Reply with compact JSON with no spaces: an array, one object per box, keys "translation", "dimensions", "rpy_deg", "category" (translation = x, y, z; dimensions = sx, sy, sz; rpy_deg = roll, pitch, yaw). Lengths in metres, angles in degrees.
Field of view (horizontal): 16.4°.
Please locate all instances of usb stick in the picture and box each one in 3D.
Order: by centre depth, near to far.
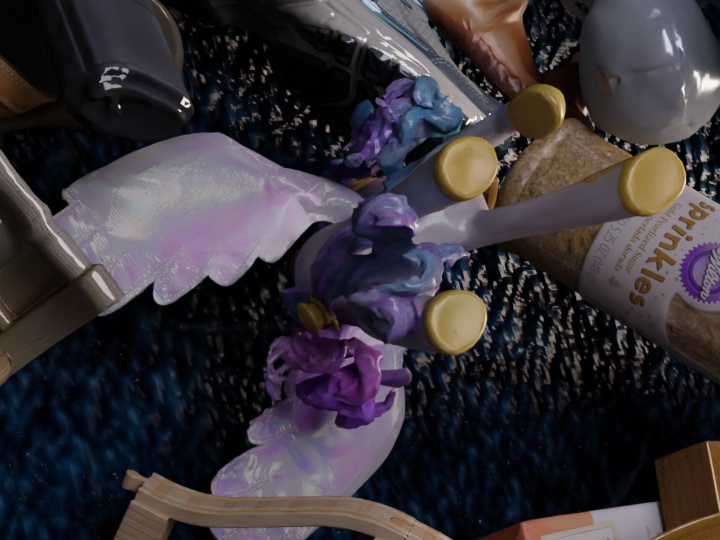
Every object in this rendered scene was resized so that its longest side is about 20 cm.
[{"translation":[-0.111,-0.125,0.957],"dimensions":[0.055,0.033,0.200],"rpy_deg":[17,37,-39],"category":"usb stick"}]

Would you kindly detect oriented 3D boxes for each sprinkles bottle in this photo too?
[{"translation":[0.151,0.010,1.056],"dimensions":[0.200,0.068,0.068],"rpy_deg":[33,43,24],"category":"sprinkles bottle"}]

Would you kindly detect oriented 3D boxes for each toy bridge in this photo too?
[{"translation":[0.002,0.120,0.907],"dimensions":[0.200,0.067,0.027],"rpy_deg":[27,17,4],"category":"toy bridge"}]

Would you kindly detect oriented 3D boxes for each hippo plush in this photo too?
[{"translation":[0.159,-0.136,1.063],"dimensions":[0.159,0.161,0.200],"rpy_deg":[31,50,-81],"category":"hippo plush"}]

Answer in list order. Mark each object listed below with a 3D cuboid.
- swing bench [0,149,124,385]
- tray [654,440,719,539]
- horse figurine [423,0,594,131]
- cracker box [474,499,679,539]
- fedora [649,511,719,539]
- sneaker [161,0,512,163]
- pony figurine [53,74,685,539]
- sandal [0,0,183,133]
[{"translation":[-0.221,-0.003,0.804],"dimensions":[0.199,0.130,0.200],"rpy_deg":[52,43,-5],"category":"swing bench"},{"translation":[0.184,0.170,1.019],"dimensions":[0.099,0.037,0.200],"rpy_deg":[4,71,-36],"category":"tray"},{"translation":[0.031,-0.155,1.115],"dimensions":[0.200,0.050,0.133],"rpy_deg":[35,50,-27],"category":"horse figurine"},{"translation":[0.140,0.165,1.048],"dimensions":[0.200,0.058,0.134],"rpy_deg":[-3,73,-38],"category":"cracker box"},{"translation":[0.165,0.174,0.931],"dimensions":[0.201,0.082,0.201],"rpy_deg":[2,73,-7],"category":"fedora"},{"translation":[-0.007,-0.122,1.036],"dimensions":[0.200,0.078,0.086],"rpy_deg":[38,65,-15],"category":"sneaker"},{"translation":[0.000,0.000,0.952],"dimensions":[0.193,0.200,0.167],"rpy_deg":[-35,100,-26],"category":"pony figurine"},{"translation":[-0.142,-0.082,0.945],"dimensions":[0.200,0.054,0.080],"rpy_deg":[-14,79,-41],"category":"sandal"}]
